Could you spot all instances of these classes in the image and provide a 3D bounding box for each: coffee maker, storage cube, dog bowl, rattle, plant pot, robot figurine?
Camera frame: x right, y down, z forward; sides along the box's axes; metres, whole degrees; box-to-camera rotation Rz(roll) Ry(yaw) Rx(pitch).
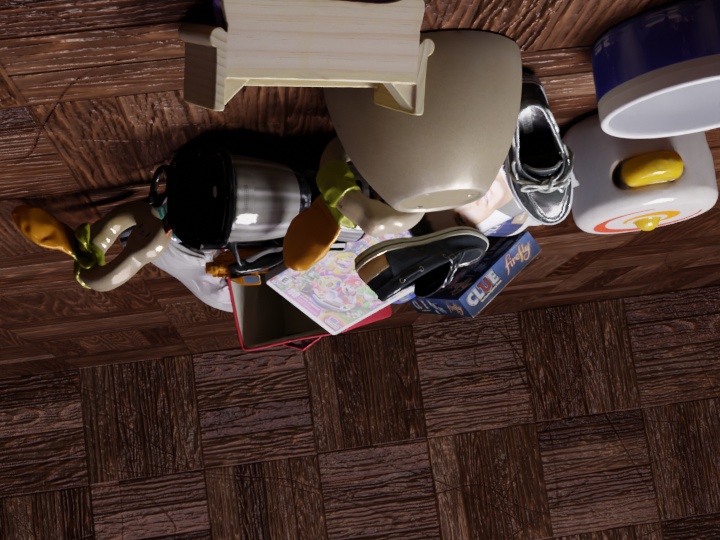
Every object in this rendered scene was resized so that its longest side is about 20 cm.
[{"bbox_3d":[-0.111,-0.090,1.322,0.198,0.136,0.192,0,-153,-37],"label":"coffee maker"},{"bbox_3d":[-0.075,0.006,1.637,0.169,0.203,0.179,-12,180,22],"label":"storage cube"},{"bbox_3d":[0.329,-0.197,1.128,0.197,0.080,0.200,-8,171,-1],"label":"dog bowl"},{"bbox_3d":[-0.295,-0.066,1.392,0.198,0.144,0.131,-14,-149,37],"label":"rattle"},{"bbox_3d":[0.069,-0.133,1.120,0.198,0.136,0.200,-8,170,-1],"label":"plant pot"},{"bbox_3d":[0.019,-0.082,1.256,0.129,0.144,0.200,26,-142,14],"label":"rattle"},{"bbox_3d":[-0.124,-0.041,1.503,0.198,0.147,0.058,-3,-175,42],"label":"robot figurine"}]

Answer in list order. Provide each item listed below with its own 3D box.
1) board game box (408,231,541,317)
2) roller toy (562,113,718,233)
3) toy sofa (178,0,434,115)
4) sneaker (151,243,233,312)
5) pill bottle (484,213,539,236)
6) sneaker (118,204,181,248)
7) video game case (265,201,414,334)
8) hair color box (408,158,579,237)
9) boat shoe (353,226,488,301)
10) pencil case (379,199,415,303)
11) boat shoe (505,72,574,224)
[{"bbox_3d":[0.152,0.005,1.582,0.135,0.035,0.200,-43,-168,-14],"label":"board game box"},{"bbox_3d":[0.348,-0.120,1.425,0.181,0.142,0.199,-2,169,-36],"label":"roller toy"},{"bbox_3d":[-0.044,-0.182,0.944,0.198,0.099,0.083,-4,-165,-26],"label":"toy sofa"},{"bbox_3d":[-0.212,-0.007,1.637,0.199,0.074,0.115,29,157,-18],"label":"sneaker"},{"bbox_3d":[0.160,-0.100,1.471,0.198,0.112,0.110,-1,169,-39],"label":"pill bottle"},{"bbox_3d":[-0.221,-0.073,1.506,0.198,0.075,0.087,-5,-169,25],"label":"sneaker"},{"bbox_3d":[0.000,0.000,1.440,0.199,0.018,0.143,-30,132,24],"label":"video game case"},{"bbox_3d":[0.138,-0.103,1.312,0.198,0.061,0.099,-26,131,12],"label":"hair color box"},{"bbox_3d":[0.075,-0.004,1.265,0.199,0.063,0.075,-11,158,-47],"label":"boat shoe"},{"bbox_3d":[0.041,-0.026,1.539,0.078,0.087,0.200,-42,159,-11],"label":"pencil case"},{"bbox_3d":[0.194,-0.114,1.227,0.073,0.068,0.201,-15,132,1],"label":"boat shoe"}]
